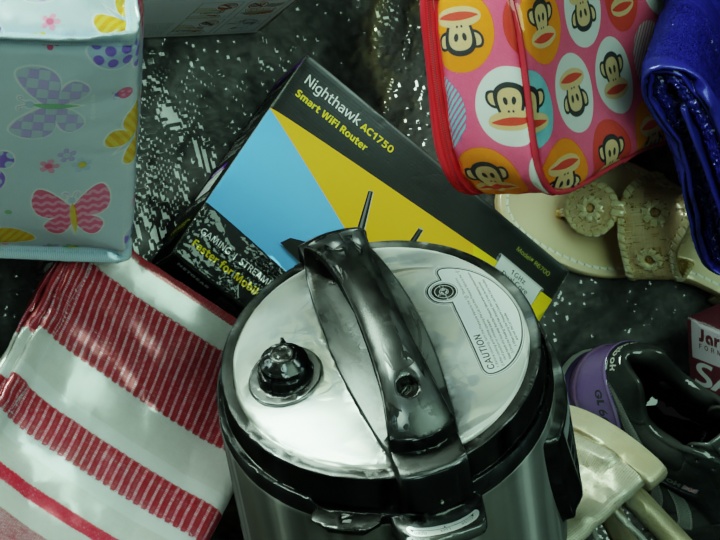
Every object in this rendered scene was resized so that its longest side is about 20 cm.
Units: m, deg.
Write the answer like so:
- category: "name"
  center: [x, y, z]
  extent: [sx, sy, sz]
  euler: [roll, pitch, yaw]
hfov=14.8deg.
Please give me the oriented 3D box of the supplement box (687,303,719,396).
- category: "supplement box"
  center: [0.302, 0.035, 1.641]
  extent: [0.199, 0.109, 0.061]
  euler: [-21, 116, -33]

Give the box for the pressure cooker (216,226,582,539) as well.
- category: "pressure cooker"
  center: [0.017, 0.085, 1.397]
  extent: [0.175, 0.201, 0.179]
  euler: [17, 50, 25]

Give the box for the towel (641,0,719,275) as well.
- category: "towel"
  center: [0.215, -0.112, 1.613]
  extent: [0.200, 0.049, 0.148]
  euler: [-70, 145, -51]

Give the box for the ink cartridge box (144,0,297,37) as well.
- category: "ink cartridge box"
  center: [-0.143, -0.222, 1.529]
  extent: [0.199, 0.084, 0.177]
  euler: [-4, 79, -25]

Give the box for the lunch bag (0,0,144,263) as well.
- category: "lunch bag"
  center: [-0.210, -0.092, 1.397]
  extent: [0.199, 0.170, 0.128]
  euler: [4, 48, -4]

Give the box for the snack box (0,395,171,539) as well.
- category: "snack box"
  center: [-0.189, 0.166, 1.428]
  extent: [0.168, 0.068, 0.201]
  euler: [8, 72, -23]

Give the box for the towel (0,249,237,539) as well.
- category: "towel"
  center: [-0.130, 0.088, 1.428]
  extent: [0.144, 0.023, 0.201]
  euler: [34, 61, -13]

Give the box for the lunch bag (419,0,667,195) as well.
- category: "lunch bag"
  center: [0.111, -0.142, 1.573]
  extent: [0.200, 0.082, 0.177]
  euler: [-23, 109, -55]

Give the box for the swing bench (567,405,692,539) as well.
- category: "swing bench"
  center: [0.098, 0.203, 1.516]
  extent: [0.199, 0.130, 0.200]
  euler: [-39, 96, -25]

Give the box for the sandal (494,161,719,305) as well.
- category: "sandal"
  center: [0.189, -0.027, 1.643]
  extent: [0.211, 0.070, 0.078]
  euler: [20, 71, -19]

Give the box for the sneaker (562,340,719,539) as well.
- category: "sneaker"
  center: [0.203, 0.120, 1.605]
  extent: [0.200, 0.087, 0.076]
  euler: [41, 65, -11]

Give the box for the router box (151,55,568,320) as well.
- category: "router box"
  center: [0.000, 0.000, 1.560]
  extent: [0.200, 0.051, 0.150]
  euler: [39, 64, -12]
